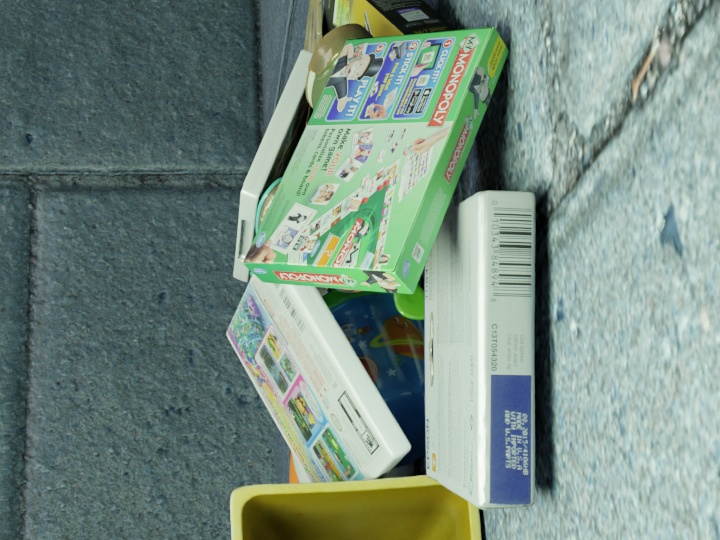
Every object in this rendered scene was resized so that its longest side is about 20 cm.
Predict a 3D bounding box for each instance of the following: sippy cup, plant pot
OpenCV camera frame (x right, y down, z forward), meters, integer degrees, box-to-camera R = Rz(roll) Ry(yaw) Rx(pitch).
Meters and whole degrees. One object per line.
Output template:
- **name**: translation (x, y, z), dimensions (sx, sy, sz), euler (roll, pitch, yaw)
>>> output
- **sippy cup**: translation (0.016, 0.101, 1.129), dimensions (0.131, 0.139, 0.179), euler (-115, 2, -47)
- **plant pot**: translation (-0.002, 0.289, 1.048), dimensions (0.200, 0.194, 0.196), euler (95, 172, -69)

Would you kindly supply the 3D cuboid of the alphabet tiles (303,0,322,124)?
- **alphabet tiles**: translation (-0.047, -0.177, 1.197), dimensions (0.200, 0.006, 0.168), euler (105, 165, -63)

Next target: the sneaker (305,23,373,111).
- **sneaker**: translation (0.000, -0.100, 1.041), dimensions (0.090, 0.067, 0.201), euler (58, 156, 30)

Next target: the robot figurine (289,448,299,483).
- **robot figurine**: translation (-0.021, 0.232, 1.408), dimensions (0.144, 0.116, 0.202), euler (-126, 37, -66)

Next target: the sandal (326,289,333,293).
- **sandal**: translation (-0.001, 0.001, 1.209), dimensions (0.048, 0.075, 0.201), euler (-53, -55, -41)

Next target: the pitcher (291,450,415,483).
- **pitcher**: translation (0.005, 0.220, 1.276), dimensions (0.172, 0.120, 0.201), euler (70, -176, -68)

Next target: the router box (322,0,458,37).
- **router box**: translation (0.020, -0.146, 1.112), dimensions (0.157, 0.052, 0.201), euler (49, 143, 43)

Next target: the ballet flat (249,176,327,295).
- **ballet flat**: translation (-0.053, -0.014, 1.099), dimensions (0.075, 0.068, 0.200), euler (42, 158, 9)

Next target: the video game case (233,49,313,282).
- **video game case**: translation (-0.078, -0.087, 1.130), dimensions (0.200, 0.018, 0.144), euler (110, -179, -68)

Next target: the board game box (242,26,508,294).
- **board game box**: translation (0.011, -0.080, 0.885), dimensions (0.029, 0.134, 0.201), euler (47, -122, -44)

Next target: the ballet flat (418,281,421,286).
- **ballet flat**: translation (0.011, 0.030, 1.307), dimensions (0.200, 0.070, 0.070), euler (146, 124, -80)

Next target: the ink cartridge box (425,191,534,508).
- **ink cartridge box**: translation (0.080, 0.054, 0.883), dimensions (0.200, 0.043, 0.198), euler (150, 120, -84)

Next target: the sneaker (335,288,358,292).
- **sneaker**: translation (0.018, -0.070, 0.981), dimensions (0.201, 0.077, 0.112), euler (-60, 5, -30)

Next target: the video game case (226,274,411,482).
- **video game case**: translation (-0.042, 0.096, 1.063), dimensions (0.201, 0.024, 0.182), euler (58, 153, 15)
